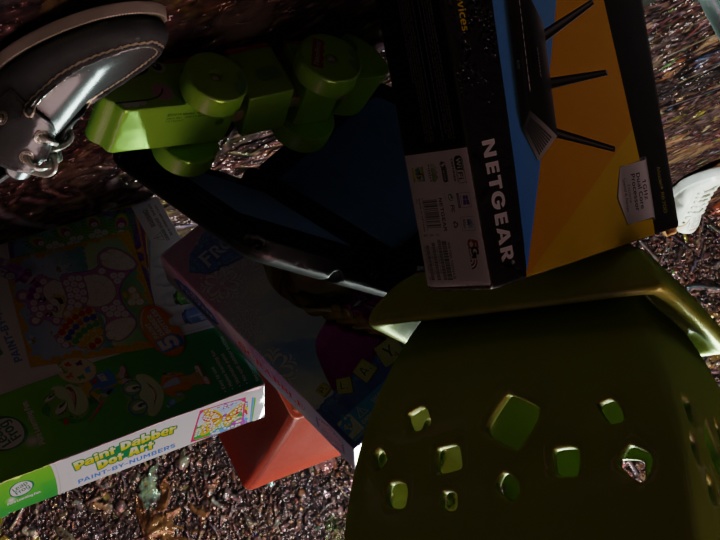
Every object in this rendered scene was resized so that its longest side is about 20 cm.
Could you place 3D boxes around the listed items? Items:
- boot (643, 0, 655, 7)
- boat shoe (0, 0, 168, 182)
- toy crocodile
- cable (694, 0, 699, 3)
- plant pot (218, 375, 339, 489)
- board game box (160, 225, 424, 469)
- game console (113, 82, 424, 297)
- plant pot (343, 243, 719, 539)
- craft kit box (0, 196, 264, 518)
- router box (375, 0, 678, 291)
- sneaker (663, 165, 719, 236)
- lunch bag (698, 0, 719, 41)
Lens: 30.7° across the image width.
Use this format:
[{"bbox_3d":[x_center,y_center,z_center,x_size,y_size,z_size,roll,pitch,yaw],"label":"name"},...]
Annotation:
[{"bbox_3d":[0.143,-0.181,0.817,0.138,0.078,0.200,-28,-176,8],"label":"boot"},{"bbox_3d":[-0.171,-0.071,0.675,0.200,0.062,0.073,-26,170,24],"label":"boat shoe"},{"bbox_3d":[-0.067,-0.105,0.768,0.199,0.062,0.068,-14,151,-31],"label":"toy crocodile"},{"bbox_3d":[0.252,-0.234,0.895,0.097,0.050,0.200,-55,179,10],"label":"cable"},{"bbox_3d":[-0.111,0.195,2.067,0.199,0.200,0.176,-16,158,-35],"label":"plant pot"},{"bbox_3d":[0.000,0.000,0.914,0.200,0.199,0.041,-41,157,-19],"label":"board game box"},{"bbox_3d":[-0.029,-0.071,0.819,0.175,0.117,0.200,16,-170,-38],"label":"game console"},{"bbox_3d":[0.116,0.096,0.756,0.199,0.182,0.199,-9,162,26],"label":"plant pot"},{"bbox_3d":[-0.197,0.052,0.929,0.197,0.200,0.049,-21,144,-19],"label":"craft kit box"},{"bbox_3d":[0.084,-0.104,0.668,0.149,0.201,0.051,-17,-171,-38],"label":"router box"},{"bbox_3d":[0.566,-0.115,2.216,0.073,0.085,0.200,-17,168,-23],"label":"sneaker"},{"bbox_3d":[0.228,-0.166,0.699,0.077,0.161,0.200,-23,154,9],"label":"lunch bag"}]
